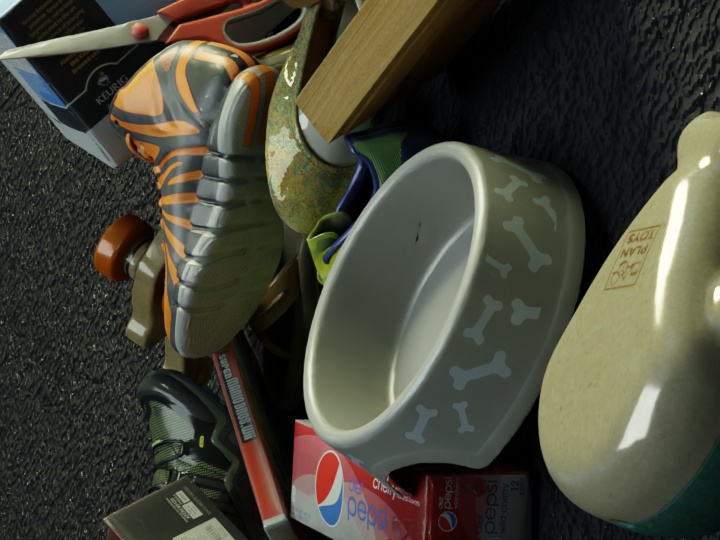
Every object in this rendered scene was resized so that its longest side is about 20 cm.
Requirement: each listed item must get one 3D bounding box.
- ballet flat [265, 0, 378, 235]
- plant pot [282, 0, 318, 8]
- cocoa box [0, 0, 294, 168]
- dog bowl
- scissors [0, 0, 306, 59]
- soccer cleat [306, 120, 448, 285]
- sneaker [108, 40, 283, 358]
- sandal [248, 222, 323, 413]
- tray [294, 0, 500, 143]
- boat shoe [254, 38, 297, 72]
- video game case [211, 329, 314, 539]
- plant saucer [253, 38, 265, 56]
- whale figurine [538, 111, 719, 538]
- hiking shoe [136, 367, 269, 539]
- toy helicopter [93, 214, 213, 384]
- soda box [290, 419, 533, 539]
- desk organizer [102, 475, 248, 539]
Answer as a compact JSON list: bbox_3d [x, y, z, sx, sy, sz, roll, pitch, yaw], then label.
[{"bbox_3d":[-0.011,-0.121,1.349,0.071,0.071,0.200,-30,45,63],"label":"ballet flat"},{"bbox_3d":[-0.086,-0.280,1.333,0.186,0.200,0.187,-50,27,38],"label":"plant pot"},{"bbox_3d":[-0.147,-0.189,1.498,0.131,0.200,0.133,51,170,-24],"label":"cocoa box"},{"bbox_3d":[0.038,0.021,1.204,0.200,0.059,0.200,-46,31,38],"label":"dog bowl"},{"bbox_3d":[-0.126,-0.148,1.422,0.073,0.200,0.014,63,164,-1],"label":"scissors"},{"bbox_3d":[0.000,-0.001,1.344,0.065,0.084,0.200,-122,40,-51],"label":"soccer cleat"},{"bbox_3d":[-0.107,-0.051,1.421,0.112,0.078,0.200,28,112,36],"label":"sneaker"},{"bbox_3d":[-0.054,0.002,1.499,0.080,0.054,0.200,-123,33,-52],"label":"sandal"},{"bbox_3d":[0.043,-0.148,1.229,0.037,0.099,0.200,52,147,6],"label":"tray"},{"bbox_3d":[-0.055,-0.112,1.501,0.200,0.074,0.066,-19,96,58],"label":"boat shoe"},{"bbox_3d":[-0.065,0.112,1.482,0.143,0.017,0.200,68,-178,-57],"label":"video game case"},{"bbox_3d":[-0.122,-0.156,1.688,0.200,0.034,0.201,180,90,-65],"label":"plant saucer"},{"bbox_3d":[0.158,0.024,0.999,0.159,0.104,0.200,-17,50,66],"label":"whale figurine"},{"bbox_3d":[-0.121,0.164,1.552,0.200,0.101,0.076,64,150,12],"label":"hiking shoe"},{"bbox_3d":[-0.118,0.020,1.602,0.079,0.132,0.200,31,143,20],"label":"toy helicopter"},{"bbox_3d":[0.025,0.131,1.304,0.200,0.070,0.064,-168,80,-66],"label":"soda box"},{"bbox_3d":[-0.084,0.236,1.461,0.200,0.072,0.077,43,138,27],"label":"desk organizer"}]
